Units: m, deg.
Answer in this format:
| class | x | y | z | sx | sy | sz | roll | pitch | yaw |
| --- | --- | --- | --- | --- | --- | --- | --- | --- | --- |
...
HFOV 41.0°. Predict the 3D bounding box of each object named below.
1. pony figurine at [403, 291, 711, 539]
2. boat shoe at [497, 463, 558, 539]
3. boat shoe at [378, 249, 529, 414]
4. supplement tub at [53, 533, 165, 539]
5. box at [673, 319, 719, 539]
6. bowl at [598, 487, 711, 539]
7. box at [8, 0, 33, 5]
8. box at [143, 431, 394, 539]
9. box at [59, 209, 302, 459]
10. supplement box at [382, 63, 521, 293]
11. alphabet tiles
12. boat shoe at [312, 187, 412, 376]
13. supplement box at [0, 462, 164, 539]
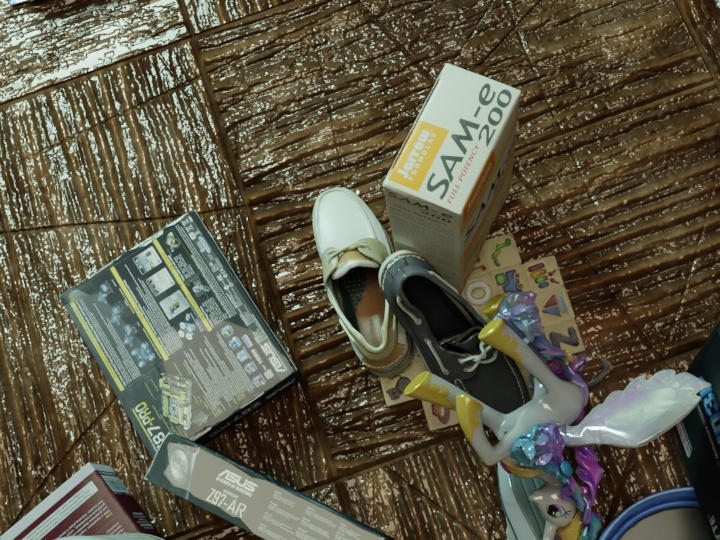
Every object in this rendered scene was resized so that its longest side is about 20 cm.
| class | x | y | z | sx | sy | sz | roll | pitch | yaw |
| --- | --- | --- | --- | --- | --- | --- | --- | --- | --- |
| pony figurine | 0.164 | 0.117 | 0.813 | 0.193 | 0.166 | 0.200 | -44 | 99 | -18 |
| boat shoe | 0.154 | 0.239 | 0.852 | 0.073 | 0.067 | 0.201 | 9 | 48 | -22 |
| boat shoe | 0.088 | 0.070 | 0.872 | 0.073 | 0.063 | 0.200 | -39 | 103 | 0 |
| supplement tub | -0.204 | 0.279 | 0.745 | 0.144 | 0.200 | 0.146 | -1 | 76 | 5 |
| box | 0.323 | 0.148 | 0.781 | 0.046 | 0.159 | 0.200 | 1 | 49 | -9 |
| bowl | 0.295 | 0.292 | 0.842 | 0.200 | 0.039 | 0.201 | -1 | 75 | 5 |
| box | -0.312 | -0.379 | 1.077 | 0.199 | 0.048 | 0.122 | -14 | 74 | 0 |
| box | -0.072 | 0.209 | 0.836 | 0.199 | 0.160 | 0.044 | 24 | 78 | 12 |
| box | -0.176 | 0.065 | 0.942 | 0.161 | 0.049 | 0.200 | -34 | 75 | -6 |
| supplement box | 0.085 | -0.075 | 0.873 | 0.073 | 0.200 | 0.126 | 23 | 75 | 14 |
| alphabet tiles | 0.109 | 0.058 | 0.940 | 0.199 | 0.006 | 0.167 | -16 | 74 | 1 |
| boat shoe | 0.000 | 0.000 | 0.929 | 0.075 | 0.068 | 0.201 | -24 | 67 | 4 |
| supplement box | -0.222 | 0.287 | 0.879 | 0.109 | 0.061 | 0.200 | -39 | 75 | -6 |
